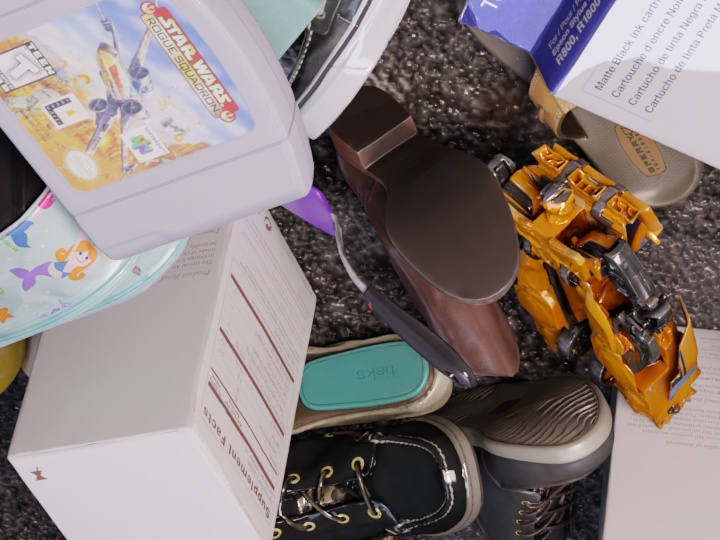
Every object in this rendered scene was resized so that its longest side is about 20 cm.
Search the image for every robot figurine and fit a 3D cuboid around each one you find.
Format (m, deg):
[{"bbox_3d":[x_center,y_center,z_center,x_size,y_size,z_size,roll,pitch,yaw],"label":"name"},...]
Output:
[{"bbox_3d":[0.131,0.004,1.375,0.145,0.058,0.200,37,164,31],"label":"robot figurine"}]

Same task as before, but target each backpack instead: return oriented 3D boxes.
[{"bbox_3d":[-0.176,-0.053,1.315,0.177,0.200,0.151,-20,130,27],"label":"backpack"}]

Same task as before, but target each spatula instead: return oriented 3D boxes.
[{"bbox_3d":[0.000,0.000,1.383,0.021,0.200,0.057,-37,151,-9],"label":"spatula"}]

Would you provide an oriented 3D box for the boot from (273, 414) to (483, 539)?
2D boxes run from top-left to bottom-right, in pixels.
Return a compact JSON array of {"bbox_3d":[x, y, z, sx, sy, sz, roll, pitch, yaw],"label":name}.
[{"bbox_3d":[-0.032,0.139,1.461,0.153,0.074,0.203,-14,-179,-29],"label":"boot"}]

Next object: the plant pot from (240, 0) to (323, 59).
[{"bbox_3d":[-0.111,-0.180,1.189,0.200,0.142,0.141,33,133,-13],"label":"plant pot"}]

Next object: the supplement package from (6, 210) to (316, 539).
[{"bbox_3d":[-0.110,0.059,1.423,0.117,0.200,0.117,-9,134,20],"label":"supplement package"}]

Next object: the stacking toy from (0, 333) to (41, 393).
[{"bbox_3d":[-0.259,0.040,1.514,0.200,0.146,0.146,5,141,-24],"label":"stacking toy"}]

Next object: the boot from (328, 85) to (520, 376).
[{"bbox_3d":[0.059,0.012,1.365,0.064,0.187,0.200,-28,135,-4],"label":"boot"}]

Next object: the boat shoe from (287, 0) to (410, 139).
[{"bbox_3d":[-0.006,-0.158,1.278,0.071,0.072,0.200,26,126,-5],"label":"boat shoe"}]

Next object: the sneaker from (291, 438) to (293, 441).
[{"bbox_3d":[-0.109,0.139,1.580,0.199,0.104,0.060,16,138,-7],"label":"sneaker"}]

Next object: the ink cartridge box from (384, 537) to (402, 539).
[{"bbox_3d":[-0.071,0.217,1.680,0.199,0.075,0.165,4,136,7],"label":"ink cartridge box"}]

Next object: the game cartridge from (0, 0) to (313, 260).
[{"bbox_3d":[-0.112,-0.094,1.151,0.133,0.042,0.200,-16,129,28],"label":"game cartridge"}]

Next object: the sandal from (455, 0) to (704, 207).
[{"bbox_3d":[0.122,-0.093,1.324,0.082,0.055,0.200,-17,131,26],"label":"sandal"}]

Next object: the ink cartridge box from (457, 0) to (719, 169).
[{"bbox_3d":[0.180,-0.154,1.226,0.200,0.041,0.200,22,122,-14],"label":"ink cartridge box"}]

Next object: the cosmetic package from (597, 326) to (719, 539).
[{"bbox_3d":[0.183,0.140,1.458,0.081,0.200,0.113,5,138,6],"label":"cosmetic package"}]

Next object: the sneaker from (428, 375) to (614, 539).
[{"bbox_3d":[0.113,0.126,1.479,0.106,0.075,0.200,61,162,-10],"label":"sneaker"}]

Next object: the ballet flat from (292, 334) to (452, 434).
[{"bbox_3d":[-0.038,0.078,1.537,0.199,0.068,0.062,-2,165,16],"label":"ballet flat"}]
